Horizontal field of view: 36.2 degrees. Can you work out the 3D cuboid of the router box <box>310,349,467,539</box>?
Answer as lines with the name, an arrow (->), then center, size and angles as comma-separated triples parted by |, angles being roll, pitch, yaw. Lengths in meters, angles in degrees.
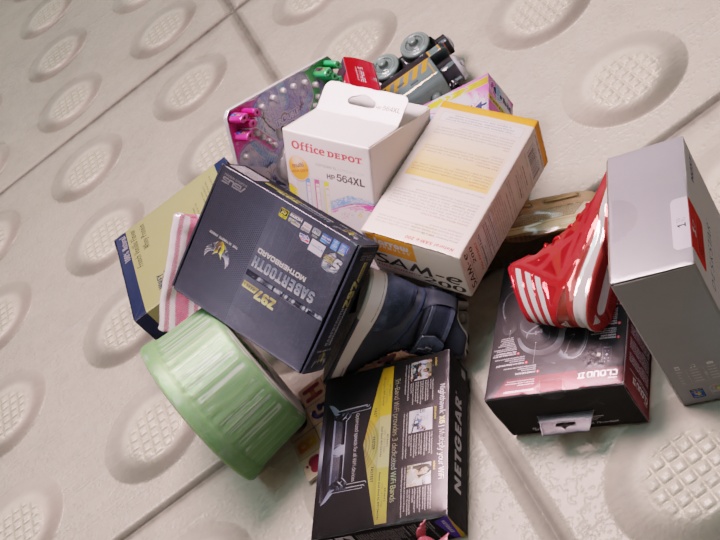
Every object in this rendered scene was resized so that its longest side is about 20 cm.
router box -> 0.034, 0.194, 1.175 | 0.157, 0.052, 0.201 | -16, 47, 25

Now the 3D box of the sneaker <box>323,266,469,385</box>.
sneaker -> 0.043, 0.083, 1.258 | 0.202, 0.146, 0.077 | 123, 155, -51

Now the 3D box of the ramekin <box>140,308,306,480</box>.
ramekin -> -0.153, 0.135, 1.277 | 0.098, 0.200, 0.200 | -40, 39, -3

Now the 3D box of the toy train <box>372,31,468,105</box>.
toy train -> 0.059, -0.252, 1.567 | 0.200, 0.085, 0.114 | -34, 51, 6

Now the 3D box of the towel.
towel -> -0.146, 0.008, 1.361 | 0.030, 0.199, 0.147 | 19, 103, 59

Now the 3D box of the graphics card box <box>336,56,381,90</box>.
graphics card box -> -0.029, -0.173, 1.484 | 0.126, 0.051, 0.200 | -101, 28, -58

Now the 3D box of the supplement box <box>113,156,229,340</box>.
supplement box -> -0.205, -0.008, 1.502 | 0.200, 0.134, 0.200 | -36, 39, 6

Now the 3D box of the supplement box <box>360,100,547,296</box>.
supplement box -> 0.107, -0.083, 1.222 | 0.126, 0.074, 0.200 | 18, 62, 30

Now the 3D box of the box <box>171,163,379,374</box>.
box -> -0.097, -0.004, 1.206 | 0.200, 0.051, 0.158 | 32, 107, 24

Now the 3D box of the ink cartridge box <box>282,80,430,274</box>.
ink cartridge box -> 0.000, -0.111, 1.284 | 0.128, 0.201, 0.125 | 16, 37, 32

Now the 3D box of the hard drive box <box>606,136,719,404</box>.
hard drive box -> 0.300, 0.004, 1.029 | 0.077, 0.200, 0.156 | -16, 46, 28

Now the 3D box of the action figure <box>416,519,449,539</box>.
action figure -> 0.022, 0.323, 1.010 | 0.134, 0.149, 0.201 | 4, 70, 48

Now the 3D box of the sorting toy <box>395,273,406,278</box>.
sorting toy -> 0.114, -0.082, 1.391 | 0.199, 0.036, 0.186 | -12, 47, 31

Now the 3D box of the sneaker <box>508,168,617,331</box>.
sneaker -> 0.210, -0.032, 1.115 | 0.115, 0.078, 0.200 | 0, 52, 37

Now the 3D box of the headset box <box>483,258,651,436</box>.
headset box -> 0.216, 0.076, 1.127 | 0.148, 0.077, 0.200 | -12, 48, 31

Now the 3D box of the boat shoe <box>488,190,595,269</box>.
boat shoe -> 0.176, -0.049, 1.265 | 0.199, 0.071, 0.065 | -6, 59, 13

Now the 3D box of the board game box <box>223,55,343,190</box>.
board game box -> -0.070, -0.132, 1.331 | 0.026, 0.201, 0.200 | 9, 33, 36

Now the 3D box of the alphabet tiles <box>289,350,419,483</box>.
alphabet tiles -> 0.004, 0.155, 1.282 | 0.200, 0.006, 0.167 | -37, 39, 5

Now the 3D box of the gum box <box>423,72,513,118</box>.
gum box -> 0.093, -0.152, 1.398 | 0.200, 0.066, 0.114 | -23, 42, 28
